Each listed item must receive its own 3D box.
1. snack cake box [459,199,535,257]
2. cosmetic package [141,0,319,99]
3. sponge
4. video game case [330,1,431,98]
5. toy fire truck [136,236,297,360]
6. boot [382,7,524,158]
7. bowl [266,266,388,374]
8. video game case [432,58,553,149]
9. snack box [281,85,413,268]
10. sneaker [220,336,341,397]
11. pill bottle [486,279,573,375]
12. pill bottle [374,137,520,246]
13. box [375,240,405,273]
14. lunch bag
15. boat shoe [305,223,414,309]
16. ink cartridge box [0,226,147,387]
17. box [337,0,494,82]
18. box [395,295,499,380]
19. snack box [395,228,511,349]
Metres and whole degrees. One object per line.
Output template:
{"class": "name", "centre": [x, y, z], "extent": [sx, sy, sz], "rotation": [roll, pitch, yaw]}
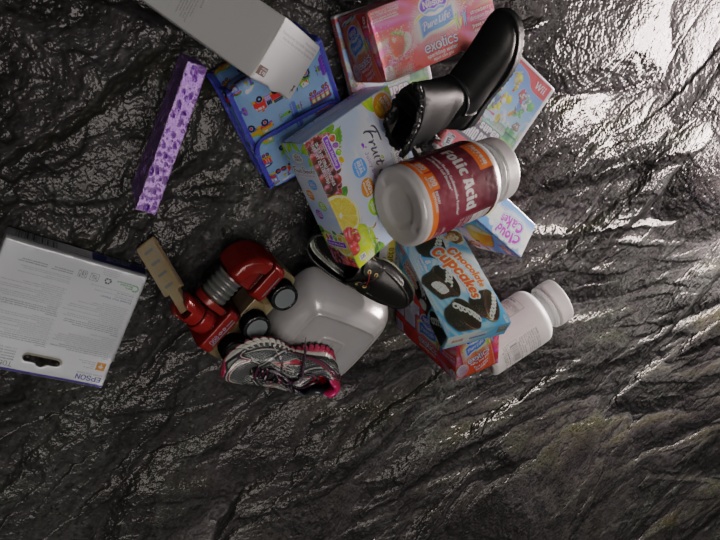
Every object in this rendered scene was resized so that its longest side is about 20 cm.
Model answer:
{"class": "snack cake box", "centre": [0.193, -0.106, 1.073], "extent": [0.199, 0.114, 0.068], "rotation": [33, 80, -33]}
{"class": "cosmetic package", "centre": [-0.160, -0.302, 0.759], "extent": [0.199, 0.113, 0.082], "rotation": [36, 101, 11]}
{"class": "sponge", "centre": [-0.257, -0.185, 0.834], "extent": [0.029, 0.112, 0.203], "rotation": [17, 106, -28]}
{"class": "video game case", "centre": [0.042, -0.296, 0.945], "extent": [0.141, 0.017, 0.203], "rotation": [-24, 115, -19]}
{"class": "toy fire truck", "centre": [-0.224, 0.016, 0.958], "extent": [0.176, 0.129, 0.200], "rotation": [-46, 134, 2]}
{"class": "boot", "centre": [0.119, -0.248, 0.840], "extent": [0.161, 0.074, 0.199], "rotation": [-24, 155, -36]}
{"class": "bowl", "centre": [-0.064, 0.107, 1.061], "extent": [0.198, 0.075, 0.200], "rotation": [25, 120, -33]}
{"class": "video game case", "centre": [0.227, -0.262, 1.068], "extent": [0.142, 0.017, 0.202], "rotation": [28, 100, -32]}
{"class": "snack box", "centre": [0.000, -0.136, 0.908], "extent": [0.168, 0.067, 0.202], "rotation": [-39, 122, -27]}
{"class": "sneaker", "centre": [-0.119, 0.155, 0.975], "extent": [0.197, 0.075, 0.081], "rotation": [4, 129, -27]}
{"class": "pill bottle", "centre": [0.314, 0.108, 1.241], "extent": [0.198, 0.114, 0.115], "rotation": [-31, 123, -7]}
{"class": "pill bottle", "centre": [0.127, -0.118, 0.893], "extent": [0.198, 0.114, 0.116], "rotation": [-24, 124, -30]}
{"class": "box", "centre": [0.037, -0.028, 1.085], "extent": [0.196, 0.049, 0.084], "rotation": [-5, 116, -23]}
{"class": "lunch bag", "centre": [-0.105, -0.224, 0.913], "extent": [0.149, 0.094, 0.201], "rotation": [-34, 135, -10]}
{"class": "boat shoe", "centre": [-0.002, 0.002, 0.993], "extent": [0.200, 0.063, 0.074], "rotation": [36, 114, -7]}
{"class": "ink cartridge box", "centre": [-0.440, 0.060, 0.913], "extent": [0.197, 0.041, 0.202], "rotation": [20, 105, -31]}
{"class": "box", "centre": [0.082, -0.343, 0.882], "extent": [0.198, 0.102, 0.096], "rotation": [-27, 116, -17]}
{"class": "box", "centre": [0.148, 0.088, 1.100], "extent": [0.094, 0.200, 0.101], "rotation": [-17, 121, -23]}
{"class": "snack box", "centre": [0.146, 0.023, 1.015], "extent": [0.114, 0.202, 0.037], "rotation": [-11, 145, -20]}
